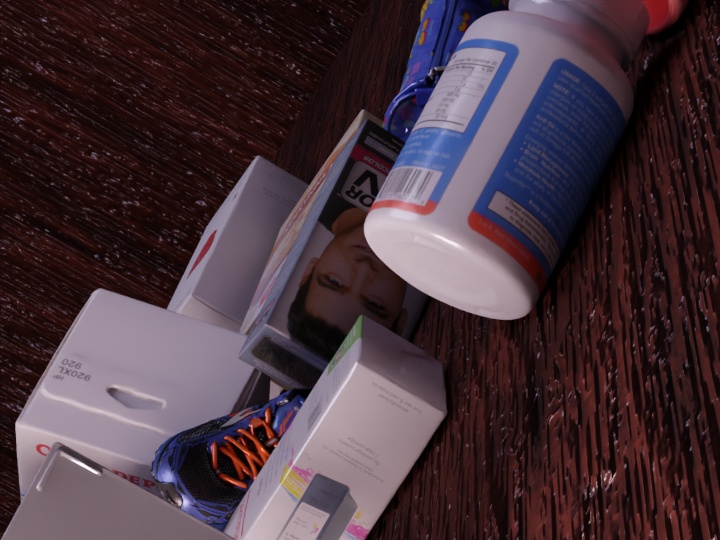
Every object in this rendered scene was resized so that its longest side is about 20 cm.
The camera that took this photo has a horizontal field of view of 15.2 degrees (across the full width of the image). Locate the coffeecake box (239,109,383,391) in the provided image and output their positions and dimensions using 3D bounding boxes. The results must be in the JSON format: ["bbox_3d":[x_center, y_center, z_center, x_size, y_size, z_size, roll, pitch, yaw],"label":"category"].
[{"bbox_3d":[-0.024,-0.016,2.259,0.154,0.073,0.200,-54,10,34],"label":"coffeecake box"}]

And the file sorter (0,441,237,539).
[{"bbox_3d":[-0.133,0.223,1.563,0.139,0.200,0.125,-64,7,-30],"label":"file sorter"}]

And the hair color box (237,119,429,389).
[{"bbox_3d":[0.000,0.000,1.930,0.061,0.099,0.200,-48,14,55],"label":"hair color box"}]

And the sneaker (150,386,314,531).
[{"bbox_3d":[-0.062,0.113,1.788,0.078,0.075,0.200,-41,-10,39],"label":"sneaker"}]

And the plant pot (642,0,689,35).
[{"bbox_3d":[0.163,-0.270,1.631,0.177,0.200,0.200,-51,5,-11],"label":"plant pot"}]

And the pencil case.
[{"bbox_3d":[0.071,-0.156,2.143,0.200,0.078,0.087,-71,-16,-55],"label":"pencil case"}]

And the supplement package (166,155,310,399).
[{"bbox_3d":[-0.096,0.020,2.419,0.121,0.120,0.200,-52,11,42],"label":"supplement package"}]

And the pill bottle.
[{"bbox_3d":[0.093,-0.081,1.581,0.200,0.112,0.112,-61,7,-17],"label":"pill bottle"}]

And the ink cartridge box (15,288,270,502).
[{"bbox_3d":[-0.157,0.144,1.989,0.200,0.147,0.145,96,-165,-47],"label":"ink cartridge box"}]

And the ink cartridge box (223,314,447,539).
[{"bbox_3d":[-0.025,0.138,1.678,0.200,0.067,0.117,-57,6,12],"label":"ink cartridge box"}]
